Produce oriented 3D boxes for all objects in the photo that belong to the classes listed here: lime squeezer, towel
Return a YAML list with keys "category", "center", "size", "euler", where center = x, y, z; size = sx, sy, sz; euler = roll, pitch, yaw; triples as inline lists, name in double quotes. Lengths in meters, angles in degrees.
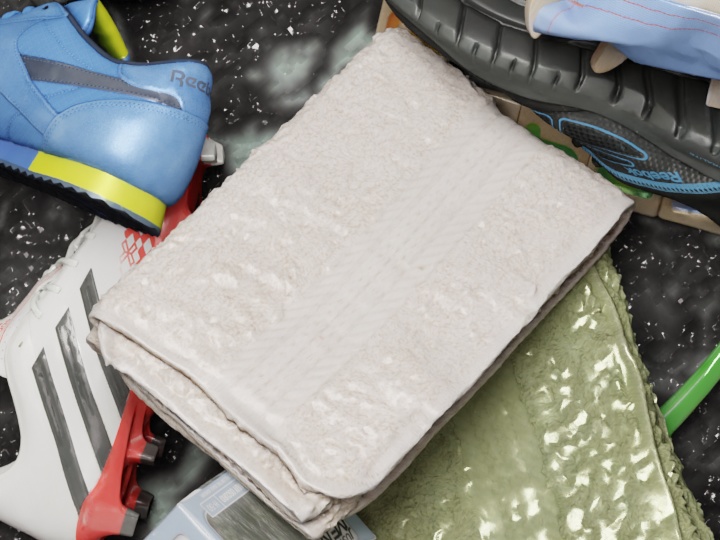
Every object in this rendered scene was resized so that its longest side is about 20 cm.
- category: "lime squeezer"
  center: [0.128, 0.106, 1.230]
  size: [0.070, 0.038, 0.201]
  euler: [4, 88, -25]
- category: "towel"
  center: [0.059, 0.087, 1.201]
  size: [0.148, 0.036, 0.201]
  euler: [-23, 65, 11]
- category: "towel"
  center: [0.000, 0.000, 1.171]
  size: [0.132, 0.035, 0.200]
  euler: [38, 64, 12]

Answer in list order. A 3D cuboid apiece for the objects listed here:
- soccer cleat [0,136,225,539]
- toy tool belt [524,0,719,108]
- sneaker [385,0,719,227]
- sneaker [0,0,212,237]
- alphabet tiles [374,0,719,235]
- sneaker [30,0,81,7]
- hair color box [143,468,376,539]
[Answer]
- category: "soccer cleat"
  center: [-0.111, 0.016, 1.238]
  size: [0.085, 0.069, 0.201]
  euler: [14, 95, 2]
- category: "toy tool belt"
  center: [0.115, -0.105, 1.084]
  size: [0.199, 0.125, 0.124]
  euler: [15, 106, 13]
- category: "sneaker"
  center: [0.087, -0.074, 1.181]
  size: [0.199, 0.082, 0.073]
  euler: [32, 63, 15]
- category: "sneaker"
  center: [-0.139, -0.077, 1.219]
  size: [0.199, 0.066, 0.079]
  euler: [20, 84, 36]
- category: "alphabet tiles"
  center: [0.096, -0.124, 1.202]
  size: [0.166, 0.008, 0.201]
  euler: [16, 117, 7]
- category: "sneaker"
  center: [-0.074, -0.194, 1.207]
  size: [0.076, 0.090, 0.201]
  euler: [52, 126, 33]
- category: "hair color box"
  center: [-0.092, 0.161, 1.185]
  size: [0.061, 0.099, 0.200]
  euler: [46, 115, 5]
